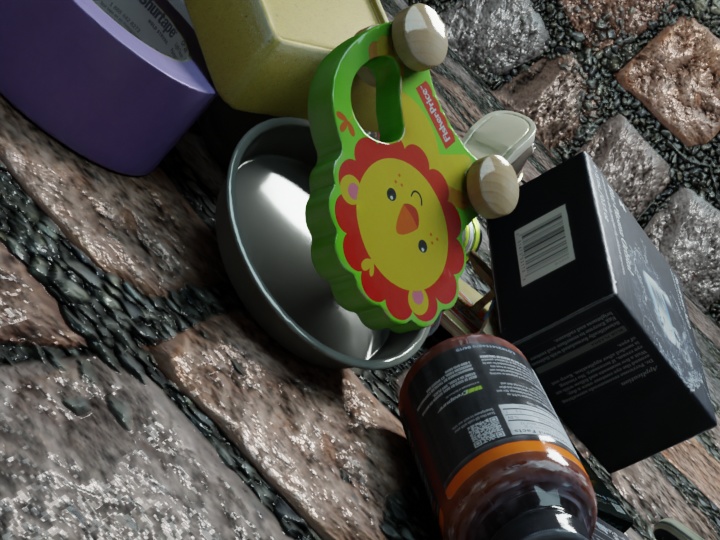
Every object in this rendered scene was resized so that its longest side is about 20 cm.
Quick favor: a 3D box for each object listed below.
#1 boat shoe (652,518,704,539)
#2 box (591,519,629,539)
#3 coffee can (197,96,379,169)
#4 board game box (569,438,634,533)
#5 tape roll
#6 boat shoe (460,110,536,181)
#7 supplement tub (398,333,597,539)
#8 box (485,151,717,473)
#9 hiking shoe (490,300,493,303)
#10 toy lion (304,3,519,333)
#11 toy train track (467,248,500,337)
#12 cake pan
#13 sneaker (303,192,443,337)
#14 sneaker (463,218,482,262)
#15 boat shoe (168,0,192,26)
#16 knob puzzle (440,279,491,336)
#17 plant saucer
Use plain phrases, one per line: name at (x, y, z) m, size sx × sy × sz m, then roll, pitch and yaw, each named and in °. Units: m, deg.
boat shoe at (0.298, 0.271, 1.224) m, size 0.074 × 0.063 × 0.200 m, roll 35°, pitch 1°, yaw -14°
box at (0.208, 0.261, 0.997) m, size 0.199 × 0.048 × 0.159 m, roll 33°, pitch 20°, yaw -37°
coffee can at (-0.031, -0.134, 1.254) m, size 0.147 × 0.146 × 0.199 m, roll 52°, pitch 16°, yaw 27°
board game box at (0.138, 0.152, 1.169) m, size 0.199 × 0.028 × 0.136 m, roll 28°, pitch 20°, yaw -48°
tape roll at (-0.200, -0.169, 1.020) m, size 0.199 × 0.085 × 0.200 m, roll 40°, pitch 15°, yaw -13°
boat shoe at (0.088, -0.076, 1.268) m, size 0.071 × 0.060 × 0.199 m, roll 29°, pitch 47°, yaw 27°
supplement tub at (0.094, 0.138, 0.945) m, size 0.107 × 0.107 × 0.201 m, roll 36°, pitch 18°, yaw -28°
box at (0.216, 0.038, 1.280) m, size 0.200 × 0.116 × 0.198 m, roll 47°, pitch 27°, yaw -34°
hiking shoe at (0.218, 0.093, 1.454) m, size 0.200 × 0.074 × 0.087 m, roll 48°, pitch 16°, yaw 12°
toy lion at (0.022, -0.066, 1.013) m, size 0.191 × 0.068 × 0.202 m, roll -40°, pitch 108°, yaw -43°
toy train track at (0.123, 0.045, 1.287) m, size 0.115 × 0.032 × 0.200 m, roll 48°, pitch 18°, yaw -2°
cake pan at (-0.028, -0.015, 1.023) m, size 0.199 × 0.037 × 0.203 m, roll 28°, pitch 46°, yaw -33°
sneaker at (0.000, 0.000, 1.127) m, size 0.113 × 0.071 × 0.199 m, roll 51°, pitch 13°, yaw 34°
sneaker at (0.033, -0.083, 1.398) m, size 0.199 × 0.074 × 0.081 m, roll 38°, pitch 11°, yaw 21°
boat shoe at (-0.174, -0.250, 1.364) m, size 0.201 × 0.072 × 0.071 m, roll 53°, pitch 5°, yaw -12°
knob puzzle at (0.096, 0.048, 1.328) m, size 0.219 × 0.031 × 0.220 m, roll 38°, pitch 13°, yaw -10°
plant saucer at (-0.048, -0.208, 1.096) m, size 0.198 × 0.048 × 0.202 m, roll 4°, pitch 56°, yaw -43°
